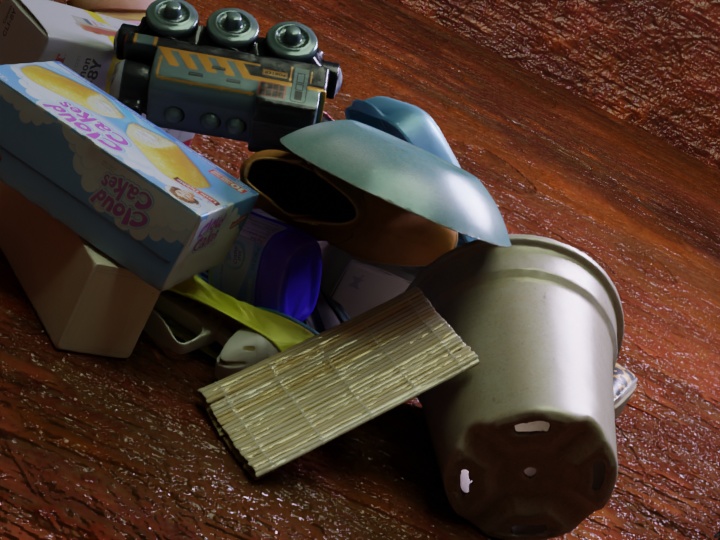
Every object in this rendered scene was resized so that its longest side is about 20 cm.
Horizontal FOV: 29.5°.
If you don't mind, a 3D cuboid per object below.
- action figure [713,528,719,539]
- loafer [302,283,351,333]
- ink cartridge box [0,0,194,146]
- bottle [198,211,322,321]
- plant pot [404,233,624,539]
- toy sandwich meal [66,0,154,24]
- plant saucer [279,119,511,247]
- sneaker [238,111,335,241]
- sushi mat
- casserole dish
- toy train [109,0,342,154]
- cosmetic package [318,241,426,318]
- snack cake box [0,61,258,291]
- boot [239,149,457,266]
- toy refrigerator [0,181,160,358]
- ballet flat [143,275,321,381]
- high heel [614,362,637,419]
[{"bbox_3d":[0.337,0.285,1.047,0.201,0.102,0.119,54,9,-7],"label":"action figure"},{"bbox_3d":[-0.070,0.023,1.173,0.062,0.072,0.200,0,36,-44],"label":"loafer"},{"bbox_3d":[-0.247,-0.152,1.242,0.199,0.146,0.083,6,30,-47],"label":"ink cartridge box"},{"bbox_3d":[-0.126,-0.018,1.140,0.199,0.084,0.065,21,25,30],"label":"bottle"},{"bbox_3d":[0.125,0.105,1.092,0.199,0.201,0.184,24,31,-15],"label":"plant pot"},{"bbox_3d":[-0.273,-0.224,1.369,0.203,0.071,0.205,-2,0,0],"label":"toy sandwich meal"},{"bbox_3d":[0.035,-0.078,1.068,0.199,0.039,0.201,25,8,-4],"label":"plant saucer"},{"bbox_3d":[-0.076,-0.090,1.275,0.199,0.114,0.071,4,-14,45],"label":"sneaker"},{"bbox_3d":[-0.016,0.079,1.014,0.199,0.012,0.096,-25,50,-23],"label":"sushi mat"},{"bbox_3d":[0.057,-0.081,1.229,0.121,0.039,0.201,29,-26,56],"label":"casserole dish"},{"bbox_3d":[-0.115,-0.161,1.156,0.198,0.086,0.115,10,49,-5],"label":"toy train"},{"bbox_3d":[0.000,0.000,1.296,0.103,0.088,0.200,24,19,-18],"label":"cosmetic package"},{"bbox_3d":[-0.188,-0.075,1.014,0.199,0.068,0.115,34,17,8],"label":"snack cake box"},{"bbox_3d":[-0.005,-0.045,1.113,0.199,0.072,0.144,19,4,-8],"label":"boot"},{"bbox_3d":[-0.223,-0.023,1.055,0.069,0.076,0.200,12,25,-40],"label":"toy refrigerator"},{"bbox_3d":[-0.111,0.051,1.068,0.199,0.067,0.067,30,40,10],"label":"ballet flat"},{"bbox_3d":[0.201,0.095,1.361,0.142,0.072,0.200,35,6,7],"label":"high heel"}]
